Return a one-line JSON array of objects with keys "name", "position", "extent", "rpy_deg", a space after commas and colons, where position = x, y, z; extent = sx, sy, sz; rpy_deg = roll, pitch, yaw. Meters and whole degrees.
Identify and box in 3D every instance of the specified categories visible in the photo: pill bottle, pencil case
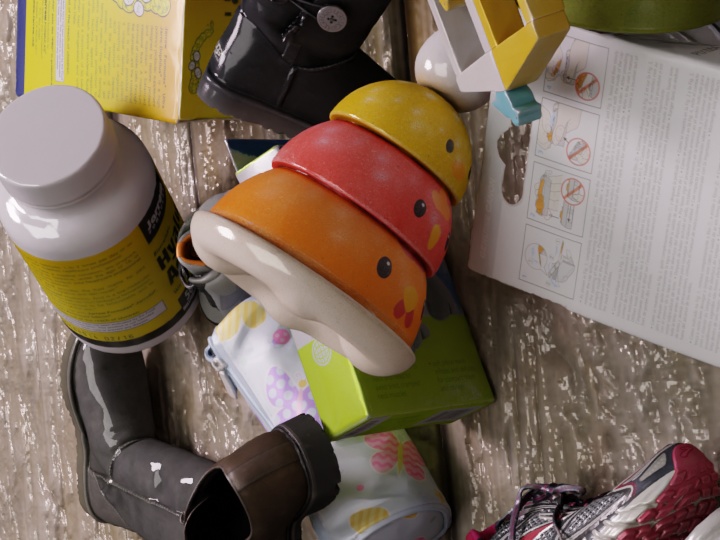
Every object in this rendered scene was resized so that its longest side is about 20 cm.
[{"name": "pill bottle", "position": [-0.184, -0.036, 1.389], "extent": [0.111, 0.111, 0.200], "rpy_deg": [51, 171, 32]}, {"name": "pencil case", "position": [-0.022, 0.103, 1.308], "extent": [0.200, 0.091, 0.083], "rpy_deg": [56, 132, 27]}]

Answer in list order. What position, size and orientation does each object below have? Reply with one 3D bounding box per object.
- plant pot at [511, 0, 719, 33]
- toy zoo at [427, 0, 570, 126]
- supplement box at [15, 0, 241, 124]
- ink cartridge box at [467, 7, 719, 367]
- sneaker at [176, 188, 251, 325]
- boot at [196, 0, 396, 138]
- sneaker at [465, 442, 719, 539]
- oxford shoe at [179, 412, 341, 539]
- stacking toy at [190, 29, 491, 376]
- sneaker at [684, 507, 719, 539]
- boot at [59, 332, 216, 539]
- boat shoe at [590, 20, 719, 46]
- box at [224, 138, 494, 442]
[{"name": "plant pot", "position": [0.141, -0.231, 1.032], "extent": [0.200, 0.200, 0.194], "rpy_deg": [30, 128, 43]}, {"name": "toy zoo", "position": [0.055, -0.171, 1.044], "extent": [0.131, 0.020, 0.201], "rpy_deg": [153, 97, -74]}, {"name": "supplement box", "position": [-0.140, -0.166, 1.399], "extent": [0.200, 0.109, 0.110], "rpy_deg": [13, 104, 47]}, {"name": "ink cartridge box", "position": [0.158, -0.045, 1.083], "extent": [0.200, 0.050, 0.163], "rpy_deg": [23, 118, 35]}, {"name": "sneaker", "position": [-0.092, -0.011, 1.357], "extent": [0.200, 0.079, 0.074], "rpy_deg": [121, 131, -66]}, {"name": "boot", "position": [0.014, -0.164, 1.193], "extent": [0.200, 0.164, 0.066], "rpy_deg": [-62, 29, 28]}, {"name": "sneaker", "position": [0.123, 0.149, 1.157], "extent": [0.200, 0.080, 0.075], "rpy_deg": [-43, 61, 43]}, {"name": "oxford shoe", "position": [-0.079, 0.154, 1.252], "extent": [0.073, 0.084, 0.200], "rpy_deg": [57, 153, 22]}, {"name": "stacking toy", "position": [0.013, -0.056, 1.121], "extent": [0.146, 0.146, 0.200], "rpy_deg": [27, 80, 44]}, {"name": "sneaker", "position": [0.179, 0.225, 1.114], "extent": [0.088, 0.075, 0.200], "rpy_deg": [44, 125, 22]}, {"name": "boot", "position": [-0.135, 0.136, 1.454], "extent": [0.200, 0.072, 0.182], "rpy_deg": [21, 124, 52]}, {"name": "boat shoe", "position": [0.125, -0.130, 1.118], "extent": [0.202, 0.086, 0.075], "rpy_deg": [35, 119, 41]}, {"name": "box", "position": [0.000, 0.000, 1.247], "extent": [0.048, 0.122, 0.201], "rpy_deg": [-31, 72, 39]}]
